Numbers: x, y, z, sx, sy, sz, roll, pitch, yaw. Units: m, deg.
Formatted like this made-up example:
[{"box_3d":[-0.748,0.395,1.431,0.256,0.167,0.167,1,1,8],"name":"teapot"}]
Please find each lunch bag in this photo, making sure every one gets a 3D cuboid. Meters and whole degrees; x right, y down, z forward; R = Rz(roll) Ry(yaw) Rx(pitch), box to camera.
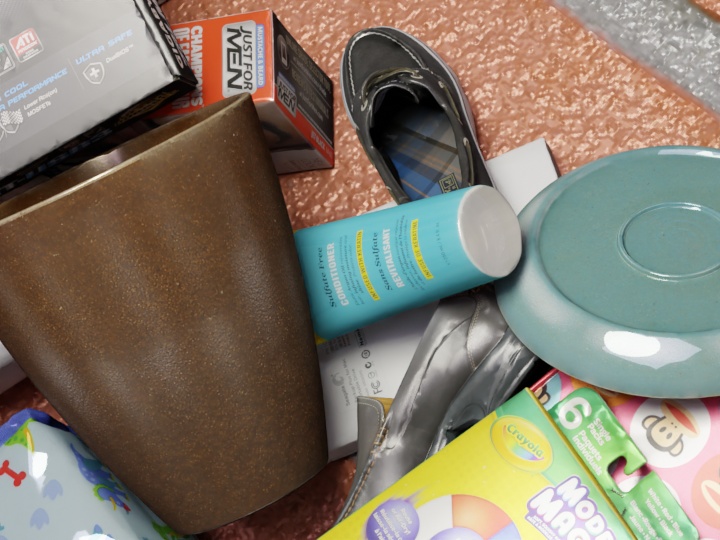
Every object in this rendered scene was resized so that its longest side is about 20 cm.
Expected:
[{"box_3d":[-0.186,0.205,1.435,0.200,0.127,0.170,-45,65,13],"name":"lunch bag"},{"box_3d":[0.179,0.115,1.357,0.176,0.082,0.200,-42,62,0],"name":"lunch bag"}]

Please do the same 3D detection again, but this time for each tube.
[{"box_3d":[0.000,0.000,1.415,0.200,0.050,0.077,-18,80,43],"name":"tube"}]

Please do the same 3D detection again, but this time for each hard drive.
[{"box_3d":[0.036,0.020,1.474,0.200,0.026,0.132,-23,65,10],"name":"hard drive"}]

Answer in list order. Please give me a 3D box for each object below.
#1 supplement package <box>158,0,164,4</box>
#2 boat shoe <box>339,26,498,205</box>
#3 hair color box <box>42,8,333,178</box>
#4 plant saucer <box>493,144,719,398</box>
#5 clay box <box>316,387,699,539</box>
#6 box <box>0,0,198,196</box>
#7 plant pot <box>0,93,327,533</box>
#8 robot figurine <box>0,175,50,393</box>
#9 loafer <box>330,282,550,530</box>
[{"box_3d":[-0.214,-0.244,1.590,0.200,0.147,0.191,-34,65,5],"name":"supplement package"},{"box_3d":[0.028,-0.083,1.472,0.070,0.066,0.200,-26,49,8],"name":"boat shoe"},{"box_3d":[-0.127,-0.094,1.526,0.200,0.111,0.064,-9,69,17],"name":"hair color box"},{"box_3d":[0.171,-0.009,1.382,0.200,0.027,0.200,-4,42,3],"name":"plant saucer"},{"box_3d":[0.062,0.150,1.312,0.200,0.048,0.115,-37,62,3],"name":"clay box"},{"box_3d":[-0.223,-0.146,1.444,0.200,0.050,0.199,-28,84,10],"name":"box"},{"box_3d":[-0.101,0.034,1.382,0.187,0.187,0.200,-24,97,9],"name":"plant pot"},{"box_3d":[-0.230,0.016,1.519,0.200,0.113,0.170,-32,32,6],"name":"robot figurine"},{"box_3d":[0.027,0.093,1.413,0.072,0.073,0.200,38,91,13],"name":"loafer"}]
